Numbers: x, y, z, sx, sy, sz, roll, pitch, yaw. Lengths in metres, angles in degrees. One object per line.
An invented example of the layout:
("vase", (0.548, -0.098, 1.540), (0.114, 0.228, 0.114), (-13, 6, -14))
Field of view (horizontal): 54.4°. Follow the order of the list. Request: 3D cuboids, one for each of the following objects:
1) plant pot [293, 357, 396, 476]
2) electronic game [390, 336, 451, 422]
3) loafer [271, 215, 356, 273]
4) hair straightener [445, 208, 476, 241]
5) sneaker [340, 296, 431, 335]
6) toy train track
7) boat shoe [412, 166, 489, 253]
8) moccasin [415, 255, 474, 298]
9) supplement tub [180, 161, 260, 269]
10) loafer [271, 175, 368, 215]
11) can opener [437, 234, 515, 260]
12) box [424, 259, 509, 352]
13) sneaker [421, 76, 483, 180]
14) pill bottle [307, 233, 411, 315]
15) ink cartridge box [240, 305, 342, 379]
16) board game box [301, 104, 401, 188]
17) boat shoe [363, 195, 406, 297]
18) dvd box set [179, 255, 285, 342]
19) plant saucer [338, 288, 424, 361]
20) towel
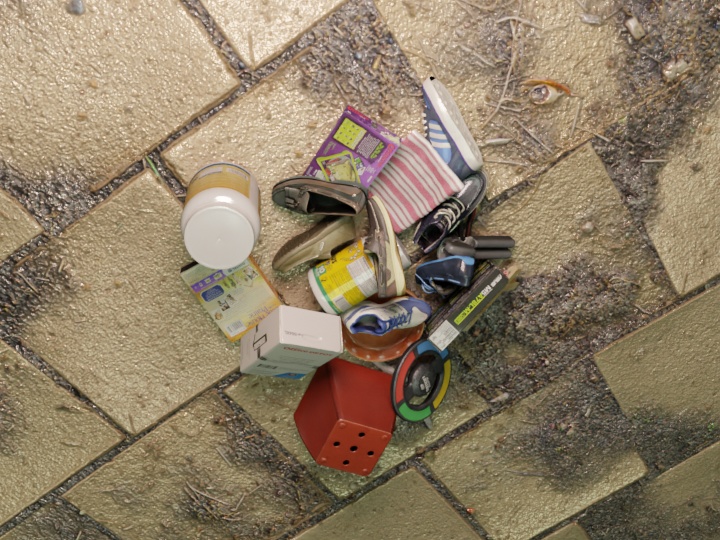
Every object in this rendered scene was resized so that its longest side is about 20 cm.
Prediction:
("plant pot", (-0.026, 0.348, 1.601), (0.198, 0.177, 0.201), (20, 115, -17))
("electronic game", (0.140, 0.248, 1.596), (0.199, 0.041, 0.202), (-14, 111, -41))
("loafer", (-0.092, -0.048, 1.429), (0.199, 0.076, 0.068), (-32, 112, 10))
("hair straightener", (0.199, -0.102, 1.469), (0.076, 0.041, 0.202), (-1, 123, -8))
("sneaker", (0.059, 0.108, 1.496), (0.197, 0.088, 0.076), (-4, 118, -8))
("toy train track", (0.284, 0.056, 1.563), (0.114, 0.033, 0.201), (0, 134, -49))
("boat shoe", (0.179, -0.115, 1.383), (0.074, 0.093, 0.200), (37, 113, -4))
("moccasin", (0.163, 0.017, 1.439), (0.080, 0.200, 0.069), (6, 79, -17))
("supplement tub", (-0.257, -0.104, 1.302), (0.143, 0.201, 0.146), (-3, 119, -6))
("loafer", (-0.085, -0.138, 1.351), (0.198, 0.063, 0.072), (2, 135, 16))
("can opener", (0.244, -0.041, 1.459), (0.198, 0.066, 0.053), (-4, 123, -33))
("box", (0.215, 0.067, 1.456), (0.047, 0.193, 0.200), (43, 96, 1))
("sneaker", (0.131, -0.250, 1.348), (0.146, 0.081, 0.201), (-27, 99, 30))
("pill bottle", (0.000, 0.000, 1.448), (0.199, 0.113, 0.113), (-30, 119, 9))
("ink cartridge box", (-0.146, 0.154, 1.461), (0.145, 0.085, 0.200), (13, 149, -30))
("board game box", (-0.022, -0.207, 1.325), (0.119, 0.032, 0.200), (33, 135, -9))
("boat shoe", (0.036, -0.045, 1.354), (0.064, 0.073, 0.202), (-15, 81, -9))
("dvd box set", (-0.265, 0.044, 1.481), (0.145, 0.029, 0.201), (-28, 118, 8))
("plant saucer", (0.045, 0.114, 1.565), (0.198, 0.032, 0.202), (-3, 118, -6))
("towel", (0.088, -0.165, 1.349), (0.146, 0.030, 0.199), (45, 137, -11))
